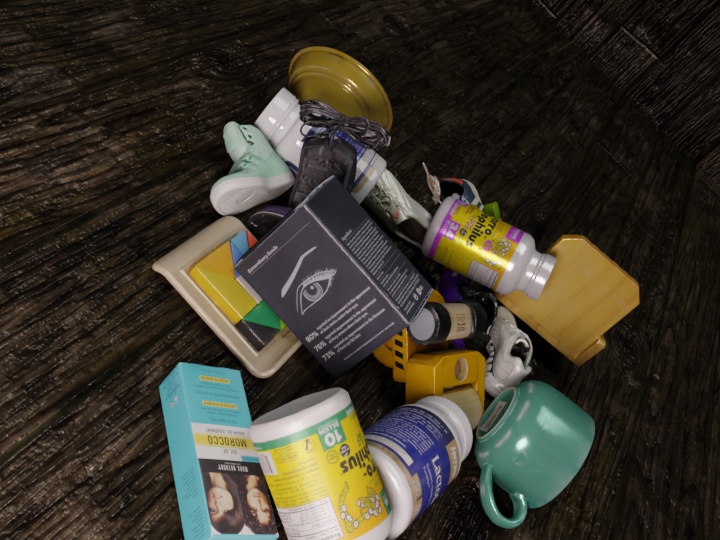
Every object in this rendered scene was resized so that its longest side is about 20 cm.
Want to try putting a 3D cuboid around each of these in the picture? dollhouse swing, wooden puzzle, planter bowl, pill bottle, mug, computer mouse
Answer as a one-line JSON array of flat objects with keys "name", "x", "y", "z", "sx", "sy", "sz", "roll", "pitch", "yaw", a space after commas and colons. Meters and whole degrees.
[{"name": "dollhouse swing", "x": 0.348, "y": 0.024, "z": 1.547, "sx": 0.199, "sy": 0.176, "sz": 0.182, "roll": 38, "pitch": 15, "yaw": -8}, {"name": "wooden puzzle", "x": -0.145, "y": 0.024, "z": 1.169, "sx": 0.200, "sy": 0.037, "sz": 0.185, "roll": 44, "pitch": 32, "yaw": 0}, {"name": "planter bowl", "x": -0.053, "y": -0.258, "z": 1.491, "sx": 0.200, "sy": 0.200, "sz": 0.084, "roll": 39, "pitch": 60, "yaw": -9}, {"name": "pill bottle", "x": 0.051, "y": 0.227, "z": 1.084, "sx": 0.116, "sy": 0.116, "sz": 0.200, "roll": 50, "pitch": 33, "yaw": 10}, {"name": "pill bottle", "x": 0.203, "y": -0.030, "z": 1.431, "sx": 0.199, "sy": 0.105, "sz": 0.104, "roll": 27, "pitch": 31, "yaw": 9}, {"name": "pill bottle", "x": -0.069, "y": -0.184, "z": 1.409, "sx": 0.200, "sy": 0.120, "sz": 0.120, "roll": 39, "pitch": 32, "yaw": -9}, {"name": "pill bottle", "x": -0.032, "y": 0.235, "z": 0.949, "sx": 0.112, "sy": 0.112, "sz": 0.202, "roll": -21, "pitch": 92, "yaw": -55}, {"name": "mug", "x": 0.223, "y": 0.235, "z": 1.233, "sx": 0.114, "sy": 0.152, "sz": 0.185, "roll": 38, "pitch": 33, "yaw": -4}, {"name": "computer mouse", "x": -0.044, "y": -0.137, "z": 1.335, "sx": 0.137, "sy": 0.202, "sz": 0.053, "roll": 20, "pitch": 15, "yaw": 7}]

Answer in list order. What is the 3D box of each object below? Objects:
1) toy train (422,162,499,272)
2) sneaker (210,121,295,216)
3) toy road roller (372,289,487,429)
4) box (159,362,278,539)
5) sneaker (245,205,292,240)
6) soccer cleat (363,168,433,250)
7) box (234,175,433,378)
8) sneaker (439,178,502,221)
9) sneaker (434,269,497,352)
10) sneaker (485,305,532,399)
[{"name": "toy train", "x": 0.180, "y": -0.093, "z": 1.518, "sx": 0.085, "sy": 0.115, "sz": 0.202, "roll": -50, "pitch": 127, "yaw": -58}, {"name": "sneaker", "x": -0.178, "y": -0.149, "z": 1.289, "sx": 0.119, "sy": 0.074, "sz": 0.200, "roll": 54, "pitch": 23, "yaw": 3}, {"name": "toy road roller", "x": 0.086, "y": 0.125, "z": 1.264, "sx": 0.122, "sy": 0.145, "sz": 0.202, "roll": -1, "pitch": 91, "yaw": -49}, {"name": "box", "x": -0.151, "y": 0.196, "z": 0.955, "sx": 0.082, "sy": 0.049, "sz": 0.201, "roll": 14, "pitch": 43, "yaw": -39}, {"name": "sneaker", "x": -0.053, "y": -0.049, "z": 1.273, "sx": 0.198, "sy": 0.076, "sz": 0.088, "roll": 20, "pitch": 25, "yaw": 6}, {"name": "soccer cleat", "x": 0.049, "y": -0.110, "z": 1.510, "sx": 0.199, "sy": 0.069, "sz": 0.078, "roll": 37, "pitch": 30, "yaw": -17}, {"name": "box", "x": -0.033, "y": 0.009, "z": 1.155, "sx": 0.200, "sy": 0.148, "sz": 0.104, "roll": 49, "pitch": 32, "yaw": -6}, {"name": "sneaker", "x": 0.196, "y": -0.093, "z": 1.653, "sx": 0.084, "sy": 0.075, "sz": 0.201, "roll": 11, "pitch": 35, "yaw": -43}, {"name": "sneaker", "x": 0.173, "y": 0.059, "z": 1.423, "sx": 0.069, "sy": 0.099, "sz": 0.201, "roll": 30, "pitch": 35, "yaw": -24}, {"name": "sneaker", "x": 0.239, "y": 0.119, "z": 1.451, "sx": 0.075, "sy": 0.081, "sz": 0.201, "roll": 32, "pitch": 33, "yaw": -15}]
